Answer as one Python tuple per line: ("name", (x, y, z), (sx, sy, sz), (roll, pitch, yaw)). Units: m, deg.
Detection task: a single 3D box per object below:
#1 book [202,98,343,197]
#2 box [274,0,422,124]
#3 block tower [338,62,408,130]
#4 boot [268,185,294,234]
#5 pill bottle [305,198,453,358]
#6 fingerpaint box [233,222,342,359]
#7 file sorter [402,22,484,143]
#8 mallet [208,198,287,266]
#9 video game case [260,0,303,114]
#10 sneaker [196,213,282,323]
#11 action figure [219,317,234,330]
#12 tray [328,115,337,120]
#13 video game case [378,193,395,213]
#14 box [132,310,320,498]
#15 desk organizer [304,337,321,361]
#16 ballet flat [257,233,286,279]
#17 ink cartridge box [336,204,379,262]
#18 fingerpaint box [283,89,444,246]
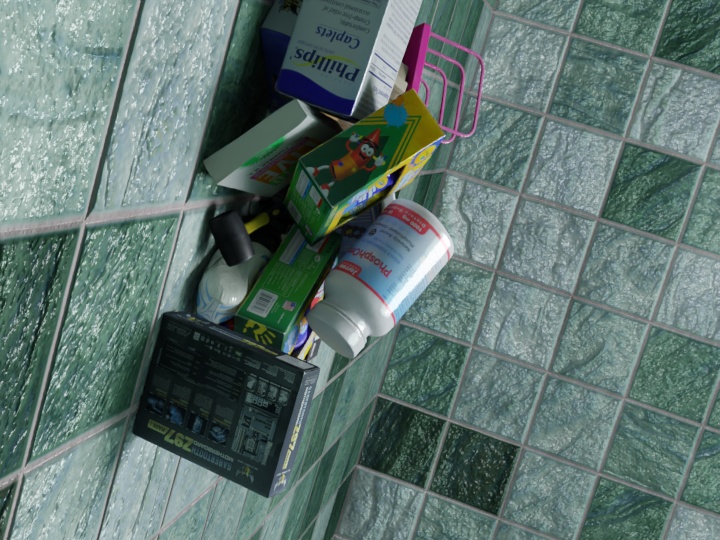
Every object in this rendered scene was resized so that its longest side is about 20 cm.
("book", (-0.099, -0.150, 1.335), (0.133, 0.048, 0.200), (-33, 174, 11))
("box", (-0.009, -0.289, 1.349), (0.184, 0.104, 0.202), (-9, 118, -78))
("block tower", (-0.009, -0.238, 1.554), (0.200, 0.054, 0.058), (-32, -147, 48))
("boot", (-0.087, -0.076, 1.639), (0.211, 0.079, 0.159), (-57, 162, -59))
("pill bottle", (0.023, 0.012, 1.413), (0.200, 0.108, 0.109), (-49, 163, -19))
("fingerpaint box", (-0.099, 0.061, 1.455), (0.201, 0.073, 0.168), (-61, 168, -44))
("file sorter", (0.073, -0.252, 1.617), (0.199, 0.125, 0.140), (-10, -114, 57))
("mallet", (-0.124, -0.056, 1.415), (0.200, 0.041, 0.066), (-25, 97, -60))
("video game case", (-0.068, -0.312, 1.421), (0.200, 0.045, 0.182), (89, 22, -63))
("sneaker", (-0.161, -0.006, 1.421), (0.072, 0.072, 0.200), (-42, -168, 38))
("action figure", (-0.189, 0.085, 1.466), (0.200, 0.051, 0.066), (-59, 161, -61))
("tray", (-0.024, -0.288, 1.534), (0.201, 0.037, 0.098), (-63, -159, -12))
("video game case", (0.039, -0.057, 1.589), (0.182, 0.023, 0.202), (93, -11, -75))
("box", (-0.160, 0.155, 1.292), (0.051, 0.199, 0.159), (-3, 112, -67))
("desk organizer", (-0.089, 0.045, 1.856), (0.072, 0.076, 0.202), (-24, 132, -77))
("ballet flat", (-0.139, 0.022, 1.574), (0.072, 0.071, 0.201), (-59, 166, -52))
("ink cartridge box", (0.000, 0.000, 1.572), (0.137, 0.076, 0.202), (89, -8, -64))
("fingerpaint box", (0.000, -0.121, 1.355), (0.166, 0.074, 0.200), (-33, 175, -15))
